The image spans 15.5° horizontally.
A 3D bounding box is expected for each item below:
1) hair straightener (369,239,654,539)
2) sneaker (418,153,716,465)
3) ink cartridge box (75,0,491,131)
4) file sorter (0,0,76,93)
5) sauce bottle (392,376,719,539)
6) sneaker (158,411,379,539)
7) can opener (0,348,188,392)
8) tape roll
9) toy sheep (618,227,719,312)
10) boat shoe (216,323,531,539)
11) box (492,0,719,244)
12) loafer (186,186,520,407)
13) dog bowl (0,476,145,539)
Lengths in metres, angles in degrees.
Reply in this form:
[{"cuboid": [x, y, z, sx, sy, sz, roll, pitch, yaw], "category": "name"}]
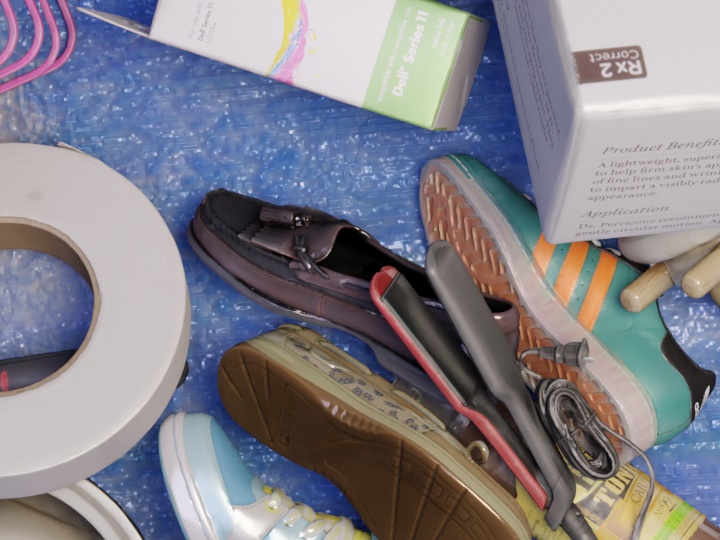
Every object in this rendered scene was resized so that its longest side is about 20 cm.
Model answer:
[{"cuboid": [0.089, 0.068, 1.350, 0.077, 0.041, 0.200, -30, 97, 29], "category": "hair straightener"}, {"cuboid": [0.110, 0.012, 1.426, 0.080, 0.071, 0.200, -25, 69, -31], "category": "sneaker"}, {"cuboid": [-0.039, -0.135, 1.413, 0.200, 0.117, 0.067, 18, 95, 7], "category": "ink cartridge box"}, {"cuboid": [-0.245, -0.144, 1.404, 0.139, 0.200, 0.125, -23, 91, 8], "category": "file sorter"}, {"cuboid": [0.103, 0.113, 1.423, 0.200, 0.065, 0.065, 34, 96, 11], "category": "sauce bottle"}, {"cuboid": [-0.017, 0.145, 1.439, 0.131, 0.080, 0.200, -28, 97, 10], "category": "sneaker"}, {"cuboid": [-0.195, 0.062, 1.469, 0.200, 0.063, 0.079, -4, 90, 9], "category": "can opener"}, {"cuboid": [-0.192, 0.025, 1.437, 0.203, 0.037, 0.203, -1, 64, 2], "category": "tape roll"}, {"cuboid": [0.169, -0.061, 1.378, 0.138, 0.138, 0.200, -27, 100, 8], "category": "toy sheep"}, {"cuboid": [0.017, 0.091, 1.404, 0.200, 0.063, 0.073, 37, 130, 18], "category": "boat shoe"}, {"cuboid": [0.173, -0.135, 1.275, 0.199, 0.131, 0.200, -6, 64, -8], "category": "box"}, {"cuboid": [0.000, 0.000, 1.420, 0.200, 0.072, 0.063, 30, 127, 16], "category": "loafer"}, {"cuboid": [-0.197, 0.193, 1.468, 0.200, 0.074, 0.200, 0, 91, 8], "category": "dog bowl"}]
